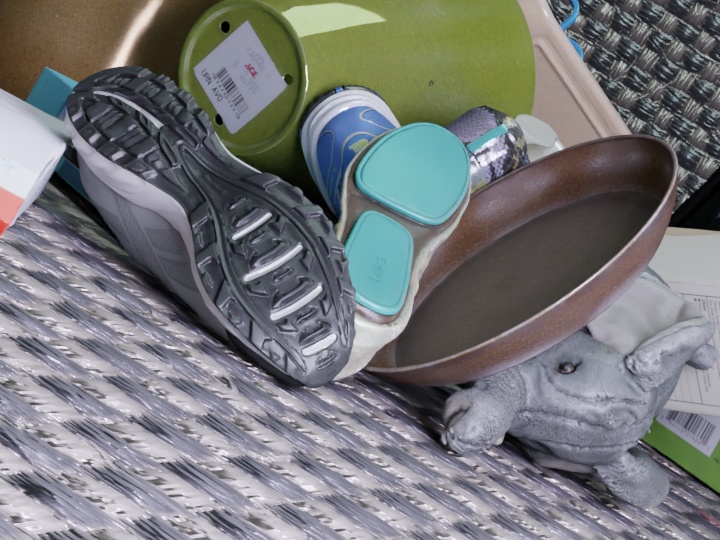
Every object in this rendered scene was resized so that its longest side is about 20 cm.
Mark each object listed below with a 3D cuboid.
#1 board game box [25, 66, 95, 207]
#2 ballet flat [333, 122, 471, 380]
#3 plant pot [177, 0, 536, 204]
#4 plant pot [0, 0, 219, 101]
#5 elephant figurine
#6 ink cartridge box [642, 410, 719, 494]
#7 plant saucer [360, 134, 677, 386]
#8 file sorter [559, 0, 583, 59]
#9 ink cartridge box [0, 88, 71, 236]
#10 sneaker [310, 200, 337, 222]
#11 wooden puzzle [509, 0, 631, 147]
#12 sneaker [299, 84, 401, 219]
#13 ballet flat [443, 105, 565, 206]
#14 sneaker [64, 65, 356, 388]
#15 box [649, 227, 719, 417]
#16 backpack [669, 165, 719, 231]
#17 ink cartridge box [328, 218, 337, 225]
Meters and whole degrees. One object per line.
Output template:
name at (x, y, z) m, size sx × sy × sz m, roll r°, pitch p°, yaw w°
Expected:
board game box at (-0.091, -0.035, 1.318) m, size 0.151 × 0.047 × 0.200 m, roll 26°, pitch 7°, yaw -39°
ballet flat at (0.006, -0.012, 1.218) m, size 0.067 × 0.062 × 0.200 m, roll 32°, pitch 34°, yaw -1°
plant pot at (-0.018, -0.118, 1.437) m, size 0.187 × 0.188 × 0.200 m, roll 32°, pitch 20°, yaw 25°
plant pot at (-0.146, -0.181, 1.544) m, size 0.186 × 0.200 × 0.186 m, roll 30°, pitch 6°, yaw -4°
elephant figurine at (0.123, 0.063, 1.251) m, size 0.142 × 0.155 × 0.200 m, roll 62°, pitch 4°, yaw -24°
ink cartridge box at (0.311, 0.136, 1.593) m, size 0.200 × 0.076 × 0.148 m, roll 21°, pitch 11°, yaw -44°
plant saucer at (0.082, -0.001, 1.205) m, size 0.032 × 0.200 × 0.200 m, roll 57°, pitch -3°, yaw -20°
file sorter at (0.082, -0.148, 1.668) m, size 0.139 × 0.123 × 0.200 m, roll 34°, pitch -29°, yaw 35°
ink cartridge box at (-0.223, -0.079, 1.110) m, size 0.162 × 0.057 × 0.200 m, roll 29°, pitch 2°, yaw -6°
sneaker at (-0.026, -0.060, 1.681) m, size 0.079 × 0.074 × 0.200 m, roll 48°, pitch 5°, yaw -5°
wooden puzzle at (0.090, -0.092, 1.571) m, size 0.200 × 0.185 × 0.037 m, roll 55°, pitch 38°, yaw -29°
sneaker at (0.027, -0.010, 1.347) m, size 0.200 × 0.076 × 0.077 m, roll 56°, pitch 2°, yaw -29°
ballet flat at (0.093, -0.057, 1.387) m, size 0.072 × 0.072 × 0.200 m, roll 31°, pitch 0°, yaw 14°
sneaker at (-0.072, -0.015, 1.146) m, size 0.200 × 0.074 × 0.079 m, roll 47°, pitch -28°, yaw 26°
box at (0.181, 0.028, 1.432) m, size 0.200 × 0.095 × 0.078 m, roll 8°, pitch 28°, yaw 41°
backpack at (0.310, -0.024, 1.548) m, size 0.168 × 0.200 × 0.162 m, roll 43°, pitch -2°, yaw -17°
ink cartridge box at (0.000, 0.000, 1.510) m, size 0.200 × 0.037 × 0.095 m, roll 28°, pitch 7°, yaw -30°
